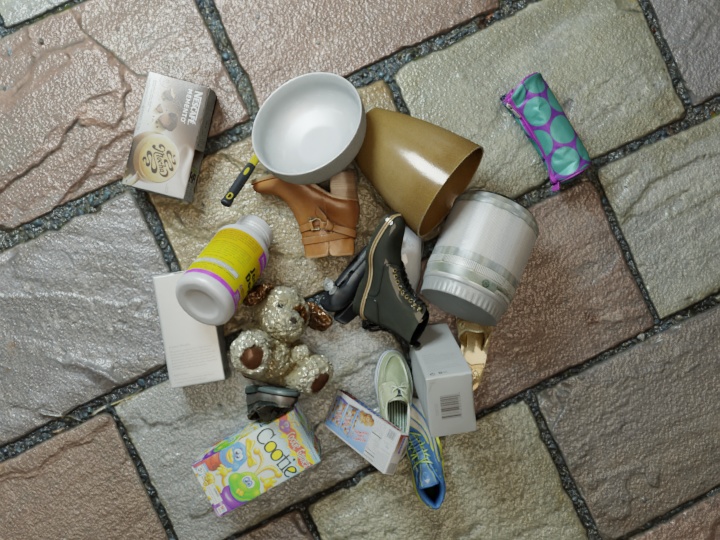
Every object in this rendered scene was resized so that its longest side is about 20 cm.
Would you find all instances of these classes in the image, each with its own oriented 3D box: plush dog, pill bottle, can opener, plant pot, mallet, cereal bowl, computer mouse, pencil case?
[{"bbox_3d":[-0.146,0.113,1.213,0.199,0.160,0.173,25,74,-31],"label":"plush dog"},{"bbox_3d":[-0.222,-0.008,1.162,0.104,0.104,0.201,31,45,-3],"label":"pill bottle"},{"bbox_3d":[0.000,0.000,1.241,0.078,0.063,0.201,33,94,-39],"label":"can opener"},{"bbox_3d":[0.082,-0.193,1.196,0.200,0.186,0.187,39,89,13],"label":"plant pot"},{"bbox_3d":[-0.179,-0.186,1.201,0.065,0.041,0.201,23,62,-6],"label":"mallet"},{"bbox_3d":[-0.080,-0.230,1.163,0.198,0.083,0.202,-7,66,16],"label":"cereal bowl"},{"bbox_3d":[0.070,0.018,1.253,0.108,0.044,0.202,9,90,-2],"label":"computer mouse"},{"bbox_3d":[0.337,-0.252,1.244,0.092,0.085,0.201,-34,92,-18],"label":"pencil case"}]

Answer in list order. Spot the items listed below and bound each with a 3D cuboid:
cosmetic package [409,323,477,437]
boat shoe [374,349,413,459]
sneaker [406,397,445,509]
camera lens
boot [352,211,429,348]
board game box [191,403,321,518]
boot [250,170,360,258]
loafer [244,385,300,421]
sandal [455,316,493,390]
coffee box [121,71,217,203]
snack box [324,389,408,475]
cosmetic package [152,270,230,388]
[{"bbox_3d":[0.136,0.182,1.172,0.080,0.200,0.114,-8,111,-1],"label":"cosmetic package"},{"bbox_3d":[0.066,0.232,1.209,0.071,0.062,0.202,5,61,-12],"label":"boat shoe"},{"bbox_3d":[0.119,0.333,1.229,0.075,0.105,0.202,-16,92,-3],"label":"sneaker"},{"bbox_3d":[0.208,-0.025,1.188,0.159,0.160,0.201,25,77,-3],"label":"camera lens"},{"bbox_3d":[0.075,0.016,1.158,0.138,0.077,0.202,31,121,32],"label":"boot"},{"bbox_3d":[-0.180,0.328,1.213,0.199,0.105,0.104,-28,92,-3],"label":"board game box"},{"bbox_3d":[-0.100,-0.099,1.225,0.198,0.074,0.157,1,98,9],"label":"boot"},{"bbox_3d":[-0.152,0.231,1.166,0.071,0.200,0.064,11,78,-21],"label":"loafer"},{"bbox_3d":[0.211,0.119,1.249,0.077,0.070,0.214,6,90,-3],"label":"sandal"},{"bbox_3d":[-0.334,-0.233,1.208,0.112,0.080,0.202,14,90,-2],"label":"coffee box"},{"bbox_3d":[0.005,0.275,1.184,0.024,0.199,0.073,21,91,-35],"label":"snack box"},{"bbox_3d":[-0.299,0.101,1.220,0.101,0.074,0.202,-8,89,-3],"label":"cosmetic package"}]
